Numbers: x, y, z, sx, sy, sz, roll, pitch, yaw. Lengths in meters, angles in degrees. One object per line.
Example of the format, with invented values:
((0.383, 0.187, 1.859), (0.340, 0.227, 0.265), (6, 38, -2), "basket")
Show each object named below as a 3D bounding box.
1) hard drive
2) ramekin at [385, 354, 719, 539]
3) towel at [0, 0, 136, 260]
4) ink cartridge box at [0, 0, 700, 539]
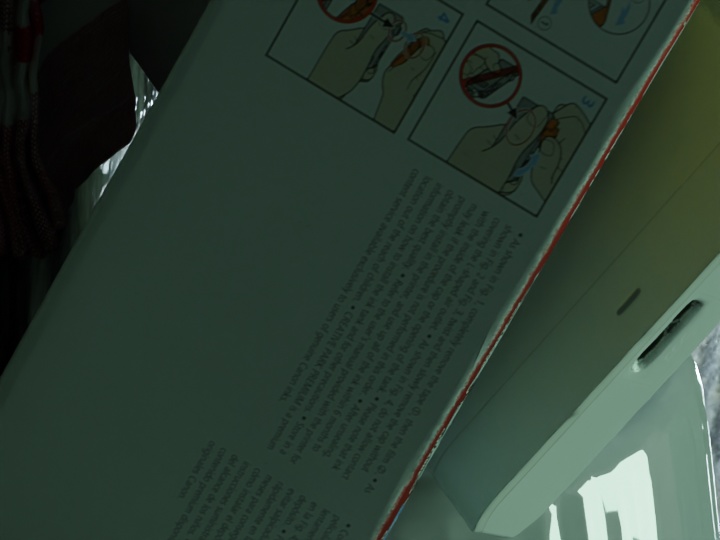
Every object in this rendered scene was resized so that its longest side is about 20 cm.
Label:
((0.022, -0.052, 0.648), (0.132, 0.200, 0.026), (-49, 146, 18), "hard drive")
((0.008, 0.070, 0.739), (0.201, 0.199, 0.098), (-78, 164, -67), "ramekin")
((-0.066, -0.116, 0.609), (0.144, 0.023, 0.202), (-78, 172, -73), "towel")
((-0.006, -0.009, 0.570), (0.201, 0.083, 0.176), (-60, 180, 11), "ink cartridge box")
